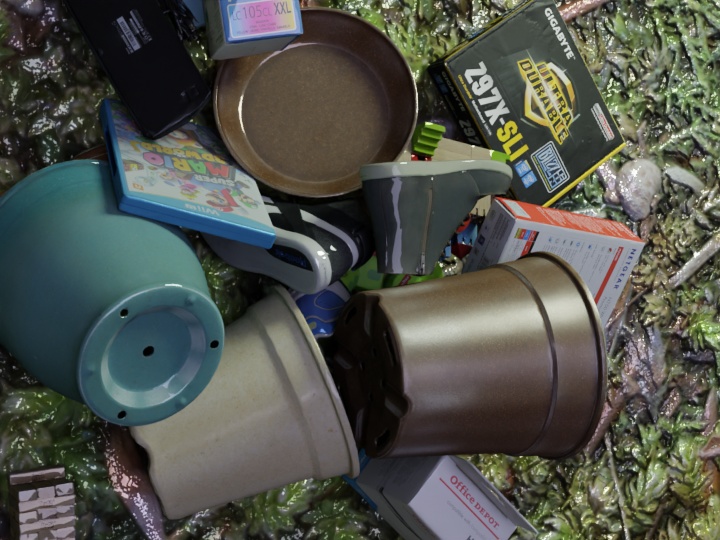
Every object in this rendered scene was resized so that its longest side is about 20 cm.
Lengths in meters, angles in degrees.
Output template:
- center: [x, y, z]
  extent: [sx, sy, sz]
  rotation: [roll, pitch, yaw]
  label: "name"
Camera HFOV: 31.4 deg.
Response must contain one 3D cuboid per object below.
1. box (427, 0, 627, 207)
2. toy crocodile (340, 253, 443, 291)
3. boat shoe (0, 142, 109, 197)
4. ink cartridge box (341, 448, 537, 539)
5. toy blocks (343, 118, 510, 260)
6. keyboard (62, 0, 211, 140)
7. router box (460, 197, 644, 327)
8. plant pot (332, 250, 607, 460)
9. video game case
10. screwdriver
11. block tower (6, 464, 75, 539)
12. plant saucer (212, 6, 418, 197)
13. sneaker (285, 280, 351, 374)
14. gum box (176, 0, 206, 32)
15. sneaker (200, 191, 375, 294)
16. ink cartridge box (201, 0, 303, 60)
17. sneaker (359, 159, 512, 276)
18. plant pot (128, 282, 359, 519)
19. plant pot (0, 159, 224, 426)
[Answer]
- center: [0.186, -0.182, 1.416]
  extent: [0.159, 0.049, 0.201]
  rotation: [-35, 105, -19]
  label: "box"
- center: [0.000, 0.000, 1.322]
  extent: [0.199, 0.067, 0.062]
  rotation: [14, 81, -27]
  label: "toy crocodile"
- center: [-0.269, -0.065, 1.191]
  extent: [0.199, 0.068, 0.072]
  rotation: [-31, 103, -22]
  label: "boat shoe"
- center: [0.076, 0.234, 1.289]
  extent: [0.116, 0.200, 0.068]
  rotation: [46, 73, -19]
  label: "ink cartridge box"
- center: [0.059, -0.068, 1.310]
  extent: [0.199, 0.100, 0.138]
  rotation: [11, 72, -29]
  label: "toy blocks"
- center: [-0.203, -0.226, 1.208]
  extent: [0.104, 0.040, 0.201]
  rotation: [-31, 83, 0]
  label: "keyboard"
- center: [0.184, 0.034, 1.363]
  extent: [0.178, 0.049, 0.201]
  rotation: [9, 115, -31]
  label: "router box"
- center: [0.091, 0.088, 1.185]
  extent: [0.197, 0.200, 0.202]
  rotation: [-4, 93, -26]
  label: "plant pot"
- center: [-0.163, -0.093, 1.180]
  extent: [0.142, 0.200, 0.018]
  rotation: [15, 116, -25]
  label: "video game case"
- center: [-0.069, -0.151, 1.307]
  extent: [0.029, 0.028, 0.201]
  rotation: [-24, 103, 9]
  label: "screwdriver"
- center: [-0.294, 0.288, 1.195]
  extent: [0.054, 0.058, 0.202]
  rotation: [-4, 92, -26]
  label: "block tower"
- center: [-0.044, -0.160, 1.252]
  extent: [0.199, 0.037, 0.202]
  rotation: [1, 73, -3]
  label: "plant saucer"
- center: [-0.010, 0.085, 1.285]
  extent: [0.075, 0.077, 0.200]
  rotation: [-29, 133, 18]
  label: "sneaker"
- center: [-0.121, -0.350, 1.268]
  extent: [0.199, 0.044, 0.171]
  rotation: [-26, 102, -23]
  label: "gum box"
- center: [-0.067, -0.042, 1.241]
  extent: [0.111, 0.199, 0.074]
  rotation: [-25, 130, -37]
  label: "sneaker"
- center: [-0.111, -0.303, 1.168]
  extent: [0.076, 0.136, 0.202]
  rotation: [-11, 95, -12]
  label: "ink cartridge box"
- center: [0.074, -0.051, 1.223]
  extent: [0.199, 0.074, 0.107]
  rotation: [-6, 95, -45]
  label: "sneaker"
- center: [-0.123, 0.140, 1.212]
  extent: [0.182, 0.200, 0.202]
  rotation: [-23, 101, -12]
  label: "plant pot"
- center: [-0.216, 0.031, 1.115]
  extent: [0.199, 0.188, 0.201]
  rotation: [-18, 125, -28]
  label: "plant pot"
